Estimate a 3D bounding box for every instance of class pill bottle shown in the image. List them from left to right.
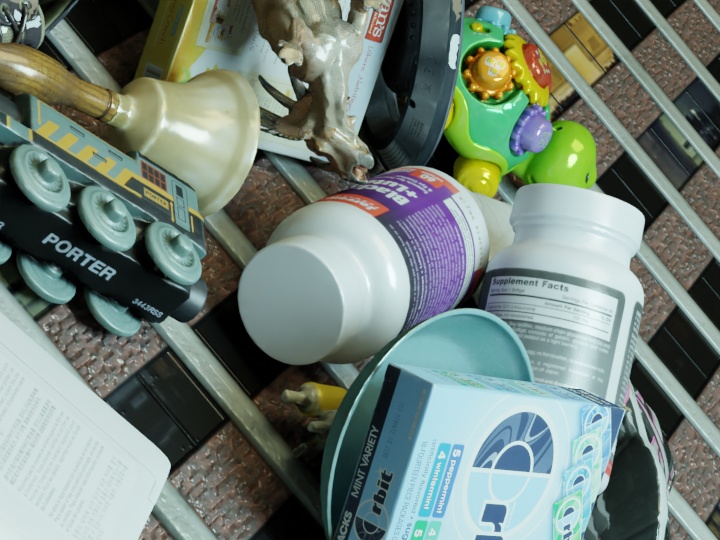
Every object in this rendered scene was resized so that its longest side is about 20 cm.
[{"bbox_3d":[0.000,0.000,1.697,0.112,0.111,0.200,54,30,6],"label":"pill bottle"},{"bbox_3d":[0.135,0.049,1.736,0.115,0.116,0.201,23,74,-37],"label":"pill bottle"}]

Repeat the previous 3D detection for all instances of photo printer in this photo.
[{"bbox_3d":[-0.210,0.101,1.352,0.200,0.069,0.167,42,32,-13],"label":"photo printer"}]

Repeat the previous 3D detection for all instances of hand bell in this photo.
[{"bbox_3d":[-0.169,-0.107,1.591,0.199,0.104,0.105,19,42,-45],"label":"hand bell"}]

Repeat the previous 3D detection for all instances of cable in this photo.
[{"bbox_3d":[0.020,0.109,1.664,0.200,0.050,0.097,-14,70,-55],"label":"cable"}]

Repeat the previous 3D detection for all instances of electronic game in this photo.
[{"bbox_3d":[0.040,-0.171,1.865,0.041,0.201,0.201,5,47,-16],"label":"electronic game"}]

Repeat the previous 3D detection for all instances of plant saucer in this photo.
[{"bbox_3d":[0.037,0.117,1.595,0.036,0.201,0.199,19,7,41],"label":"plant saucer"}]

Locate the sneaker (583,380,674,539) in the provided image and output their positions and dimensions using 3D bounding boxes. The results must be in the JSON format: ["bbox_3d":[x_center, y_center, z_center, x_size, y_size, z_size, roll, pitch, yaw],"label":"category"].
[{"bbox_3d":[0.205,0.155,1.839,0.086,0.080,0.201,39,36,-39],"label":"sneaker"}]

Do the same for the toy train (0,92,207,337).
[{"bbox_3d":[-0.177,-0.040,1.537,0.200,0.085,0.114,31,32,-34],"label":"toy train"}]

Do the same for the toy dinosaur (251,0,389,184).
[{"bbox_3d":[-0.042,-0.165,1.681,0.085,0.136,0.201,-4,68,-19],"label":"toy dinosaur"}]

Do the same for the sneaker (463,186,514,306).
[{"bbox_3d":[0.086,0.009,1.850,0.115,0.074,0.201,25,29,-34],"label":"sneaker"}]

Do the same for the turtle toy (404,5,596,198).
[{"bbox_3d":[0.114,-0.128,1.984,0.200,0.101,0.146,53,23,-29],"label":"turtle toy"}]

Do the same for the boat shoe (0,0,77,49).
[{"bbox_3d":[-0.233,-0.163,1.595,0.064,0.072,0.200,15,26,8],"label":"boat shoe"}]

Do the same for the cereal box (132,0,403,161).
[{"bbox_3d":[-0.064,-0.159,1.766,0.039,0.145,0.199,26,9,41],"label":"cereal box"}]

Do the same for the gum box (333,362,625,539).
[{"bbox_3d":[0.071,0.153,1.579,0.044,0.171,0.199,23,8,41],"label":"gum box"}]
